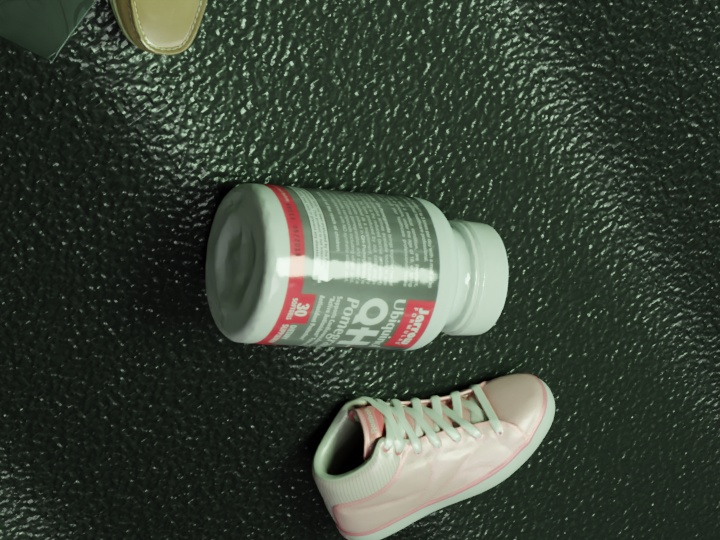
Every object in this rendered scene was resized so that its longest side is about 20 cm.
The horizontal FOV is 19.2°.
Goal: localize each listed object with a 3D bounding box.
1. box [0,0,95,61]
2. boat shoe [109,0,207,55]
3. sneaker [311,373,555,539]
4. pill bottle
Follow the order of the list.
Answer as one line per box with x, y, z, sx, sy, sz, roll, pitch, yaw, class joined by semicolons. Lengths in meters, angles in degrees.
-0.227;-0.242;1.202;0.199;0.125;0.149;26;113;-38;box
-0.117;-0.218;1.316;0.073;0.066;0.201;-8;125;-20;boat shoe
0.052;0.127;1.634;0.199;0.076;0.105;-31;136;2;sneaker
0.000;0.000;1.497;0.199;0.111;0.111;4;121;-28;pill bottle
